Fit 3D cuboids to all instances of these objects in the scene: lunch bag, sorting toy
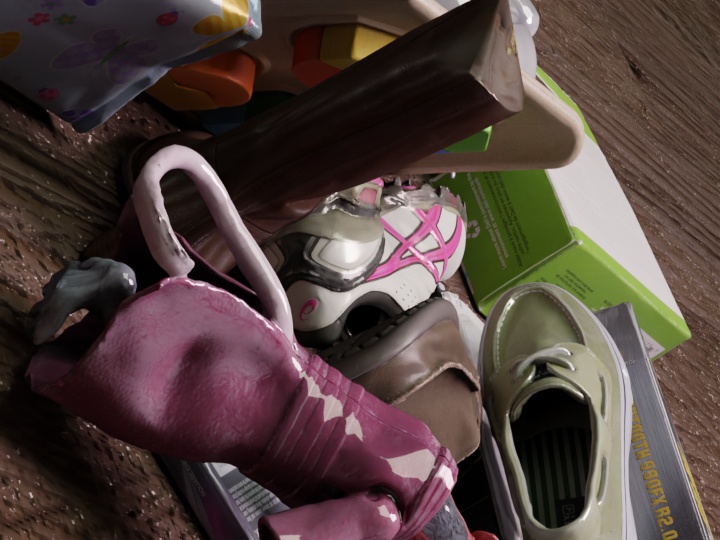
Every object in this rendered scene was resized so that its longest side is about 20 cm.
[{"bbox_3d":[-0.143,-0.182,1.137,0.169,0.127,0.201,30,41,-54],"label":"lunch bag"},{"bbox_3d":[-0.019,-0.085,1.256,0.200,0.185,0.037,37,58,-54],"label":"sorting toy"}]

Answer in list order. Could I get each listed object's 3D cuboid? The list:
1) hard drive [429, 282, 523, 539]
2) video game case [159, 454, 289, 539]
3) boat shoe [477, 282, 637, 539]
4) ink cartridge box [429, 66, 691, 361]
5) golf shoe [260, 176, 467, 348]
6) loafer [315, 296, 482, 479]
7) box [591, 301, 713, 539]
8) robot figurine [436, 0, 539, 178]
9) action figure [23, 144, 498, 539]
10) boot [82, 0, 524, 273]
[{"bbox_3d":[0.080,0.113,1.388,0.140,0.038,0.200,46,19,-35],"label":"hard drive"},{"bbox_3d":[-0.003,0.141,1.132,0.200,0.019,0.143,59,17,2],"label":"video game case"},{"bbox_3d":[0.094,0.069,1.295,0.200,0.072,0.062,-100,175,-47],"label":"boat shoe"},{"bbox_3d":[0.105,-0.042,1.677,0.148,0.076,0.200,37,25,-48],"label":"ink cartridge box"},{"bbox_3d":[0.000,0.000,1.333,0.200,0.072,0.092,7,77,-68],"label":"golf shoe"},{"bbox_3d":[0.028,0.061,1.237,0.071,0.073,0.200,65,9,11],"label":"loafer"},{"bbox_3d":[0.153,0.128,1.430,0.200,0.048,0.159,62,12,-62],"label":"box"},{"bbox_3d":[0.025,-0.143,1.559,0.169,0.113,0.200,-22,77,-34],"label":"robot figurine"},{"bbox_3d":[-0.023,0.049,1.010,0.200,0.149,0.134,32,30,-8],"label":"action figure"},{"bbox_3d":[-0.009,-0.061,1.158,0.064,0.200,0.186,53,17,-14],"label":"boot"}]
